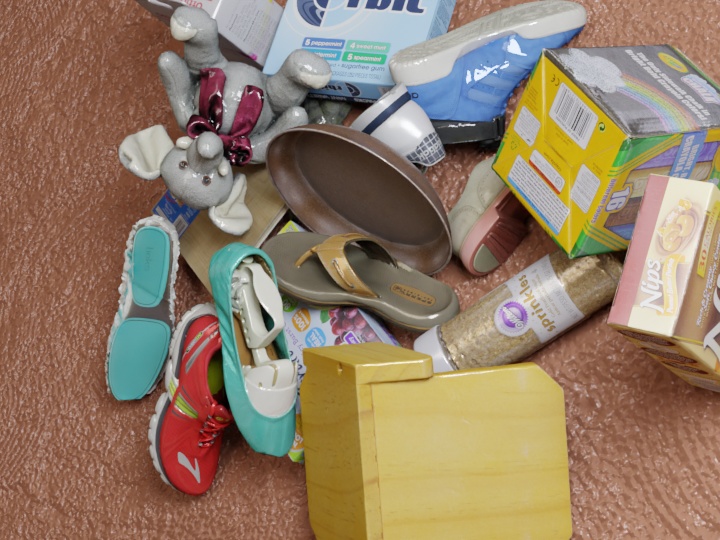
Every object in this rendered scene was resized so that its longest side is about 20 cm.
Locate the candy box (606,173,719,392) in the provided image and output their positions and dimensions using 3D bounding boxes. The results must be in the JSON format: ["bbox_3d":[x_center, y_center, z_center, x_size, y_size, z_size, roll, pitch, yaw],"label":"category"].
[{"bbox_3d":[0.261,0.017,0.997,0.055,0.200,0.117,11,79,34],"label":"candy box"}]

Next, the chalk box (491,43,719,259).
[{"bbox_3d":[0.234,-0.104,1.088,0.125,0.198,0.125,53,136,36],"label":"chalk box"}]

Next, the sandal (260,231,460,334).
[{"bbox_3d":[0.000,0.000,1.215,0.198,0.054,0.081,18,49,14],"label":"sandal"}]

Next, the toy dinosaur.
[{"bbox_3d":[-0.054,-0.154,1.361,0.088,0.047,0.201,31,93,30],"label":"toy dinosaur"}]

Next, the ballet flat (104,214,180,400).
[{"bbox_3d":[-0.224,0.039,1.381,0.071,0.071,0.202,21,103,36],"label":"ballet flat"}]

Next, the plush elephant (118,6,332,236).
[{"bbox_3d":[-0.144,-0.132,1.283,0.200,0.163,0.156,124,168,-56],"label":"plush elephant"}]

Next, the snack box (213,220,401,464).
[{"bbox_3d":[-0.055,0.071,1.270,0.142,0.053,0.200,-47,54,11],"label":"snack box"}]

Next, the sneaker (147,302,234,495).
[{"bbox_3d":[-0.150,0.134,1.255,0.085,0.077,0.202,27,116,42],"label":"sneaker"}]

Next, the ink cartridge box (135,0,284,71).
[{"bbox_3d":[-0.148,-0.271,1.366,0.114,0.200,0.068,22,84,36],"label":"ink cartridge box"}]

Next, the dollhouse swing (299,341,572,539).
[{"bbox_3d":[0.062,0.163,1.131,0.181,0.174,0.202,-172,76,-67],"label":"dollhouse swing"}]

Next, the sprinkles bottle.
[{"bbox_3d":[0.143,0.039,1.147,0.199,0.068,0.069,-35,57,17],"label":"sprinkles bottle"}]

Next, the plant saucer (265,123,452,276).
[{"bbox_3d":[0.003,-0.070,1.208,0.199,0.201,0.032,13,57,35],"label":"plant saucer"}]

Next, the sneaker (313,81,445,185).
[{"bbox_3d":[0.015,-0.101,1.240,0.081,0.200,0.076,46,68,-1],"label":"sneaker"}]

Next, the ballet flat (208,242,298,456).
[{"bbox_3d":[-0.092,0.071,1.184,0.070,0.067,0.202,-19,84,56],"label":"ballet flat"}]

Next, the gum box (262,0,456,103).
[{"bbox_3d":[0.009,-0.269,1.329,0.168,0.045,0.202,9,69,24],"label":"gum box"}]

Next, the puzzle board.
[{"bbox_3d":[-0.141,-0.076,1.377,0.151,0.017,0.200,-52,39,7],"label":"puzzle board"}]

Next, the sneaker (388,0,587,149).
[{"bbox_3d":[0.130,-0.179,1.241,0.198,0.112,0.077,-23,26,-13],"label":"sneaker"}]

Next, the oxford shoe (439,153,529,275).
[{"bbox_3d":[0.142,-0.095,1.197,0.201,0.071,0.074,-52,51,6],"label":"oxford shoe"}]
